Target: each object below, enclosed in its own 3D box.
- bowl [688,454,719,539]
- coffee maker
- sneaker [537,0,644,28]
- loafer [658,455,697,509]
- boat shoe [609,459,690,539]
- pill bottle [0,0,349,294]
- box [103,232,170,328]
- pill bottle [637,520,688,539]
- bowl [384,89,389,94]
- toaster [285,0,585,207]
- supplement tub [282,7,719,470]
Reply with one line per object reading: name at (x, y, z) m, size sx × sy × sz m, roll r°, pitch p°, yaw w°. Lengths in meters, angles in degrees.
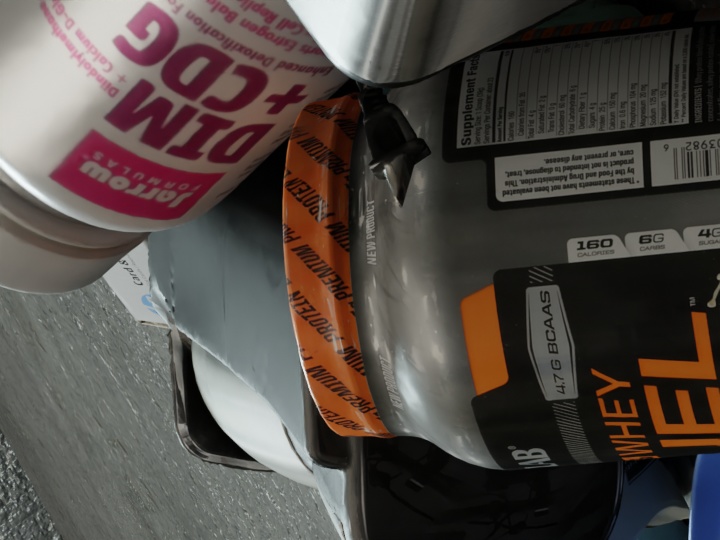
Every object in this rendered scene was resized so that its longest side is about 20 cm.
bowl at (0.144, 0.153, 0.979) m, size 0.201 × 0.039 × 0.202 m, roll 176°, pitch 90°, yaw -89°
coffee maker at (0.000, 0.000, 0.983) m, size 0.193 × 0.134 × 0.200 m, roll 64°, pitch 167°, yaw -17°
sneaker at (0.088, -0.070, 0.978) m, size 0.201 × 0.074 × 0.118 m, roll 56°, pitch 159°, yaw 26°
loafer at (0.163, 0.098, 1.084) m, size 0.200 × 0.073 × 0.072 m, roll 61°, pitch 160°, yaw -17°
boat shoe at (0.083, 0.073, 1.116) m, size 0.200 × 0.063 × 0.071 m, roll -15°, pitch -91°, yaw -67°
pill bottle at (-0.059, -0.083, 0.901) m, size 0.200 × 0.113 × 0.114 m, roll -42°, pitch 79°, yaw 39°
box at (-0.078, -0.099, 1.076) m, size 0.041 × 0.156 × 0.200 m, roll 6°, pitch 147°, yaw 35°
pill bottle at (0.126, 0.174, 1.278) m, size 0.200 × 0.109 × 0.109 m, roll 48°, pitch 163°, yaw 29°
bowl at (0.030, -0.017, 1.205) m, size 0.201 × 0.105 × 0.201 m, roll 52°, pitch 165°, yaw 19°
toaster at (0.031, -0.158, 0.757) m, size 0.200 × 0.180 × 0.119 m, roll 54°, pitch 163°, yaw 15°
supplement tub at (0.086, -0.010, 0.809) m, size 0.123 × 0.199 × 0.123 m, roll -6°, pitch -90°, yaw -75°
